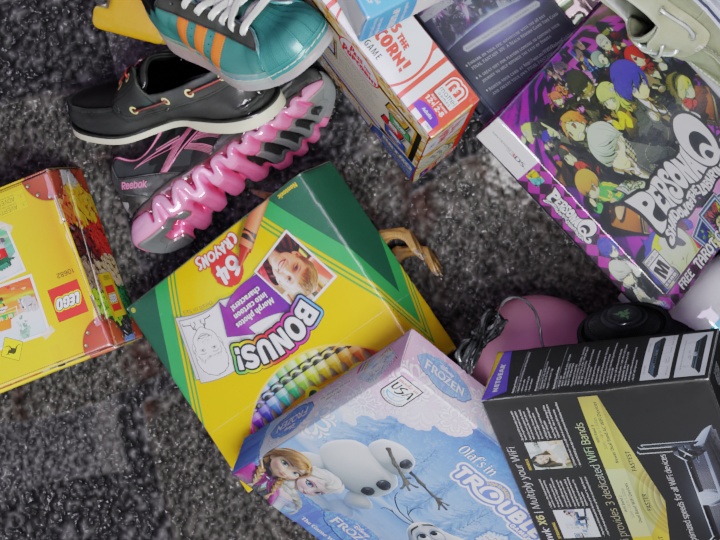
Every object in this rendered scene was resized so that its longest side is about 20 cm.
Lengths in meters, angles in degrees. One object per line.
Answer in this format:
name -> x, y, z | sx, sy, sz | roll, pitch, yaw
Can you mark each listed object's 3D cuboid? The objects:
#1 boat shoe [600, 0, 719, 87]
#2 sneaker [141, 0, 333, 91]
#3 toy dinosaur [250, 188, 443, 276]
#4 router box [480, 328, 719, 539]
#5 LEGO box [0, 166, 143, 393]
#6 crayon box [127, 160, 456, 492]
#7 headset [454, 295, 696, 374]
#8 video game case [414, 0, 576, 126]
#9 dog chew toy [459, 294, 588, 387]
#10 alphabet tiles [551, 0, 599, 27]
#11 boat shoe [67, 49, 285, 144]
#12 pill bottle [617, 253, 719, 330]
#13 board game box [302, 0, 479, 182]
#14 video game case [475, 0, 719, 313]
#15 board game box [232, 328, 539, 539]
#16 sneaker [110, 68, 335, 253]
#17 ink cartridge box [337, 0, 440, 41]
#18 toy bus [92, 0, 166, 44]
boat shoe -> 0.210, -0.183, 1.346 | 0.200, 0.072, 0.062 | 40, 81, -28
sneaker -> -0.100, -0.183, 1.350 | 0.072, 0.199, 0.080 | -52, 128, -15
toy dinosaur -> 0.000, 0.000, 1.480 | 0.106, 0.060, 0.201 | -29, 88, 13
router box -> 0.187, 0.137, 1.284 | 0.156, 0.052, 0.201 | -7, 126, 25
LEGO box -> -0.296, 0.022, 1.528 | 0.198, 0.077, 0.150 | -20, 90, 11
crayon box -> -0.055, 0.045, 1.466 | 0.199, 0.058, 0.173 | -36, 86, 30
headset -> 0.166, 0.081, 1.313 | 0.199, 0.094, 0.124 | 28, 130, 17
video game case -> 0.097, -0.177, 1.401 | 0.200, 0.143, 0.019 | 51, 135, 4
dog chew toy -> 0.171, 0.106, 1.430 | 0.199, 0.125, 0.125 | 31, 99, -1
alphabet tiles -> 0.169, -0.203, 1.457 | 0.195, 0.015, 0.201 | -37, 87, 11
boat shoe -> -0.149, -0.139, 1.464 | 0.200, 0.074, 0.063 | -2, 128, 37
pill bottle -> 0.284, 0.063, 1.406 | 0.200, 0.111, 0.111 | 43, 100, 4
board game box -> 0.014, -0.149, 1.393 | 0.046, 0.200, 0.152 | -38, 87, -5
video game case -> 0.201, -0.092, 1.370 | 0.181, 0.200, 0.036 | 46, 145, -3
board game box -> 0.042, 0.155, 1.410 | 0.200, 0.044, 0.199 | 38, 131, -19
sneaker -> -0.113, -0.104, 1.494 | 0.199, 0.079, 0.096 | -36, 66, 7
ink cartridge box -> 0.062, -0.252, 1.275 | 0.199, 0.068, 0.116 | -28, 86, -7
toy bus -> -0.149, -0.277, 1.478 | 0.064, 0.078, 0.202 | 14, 97, 8
